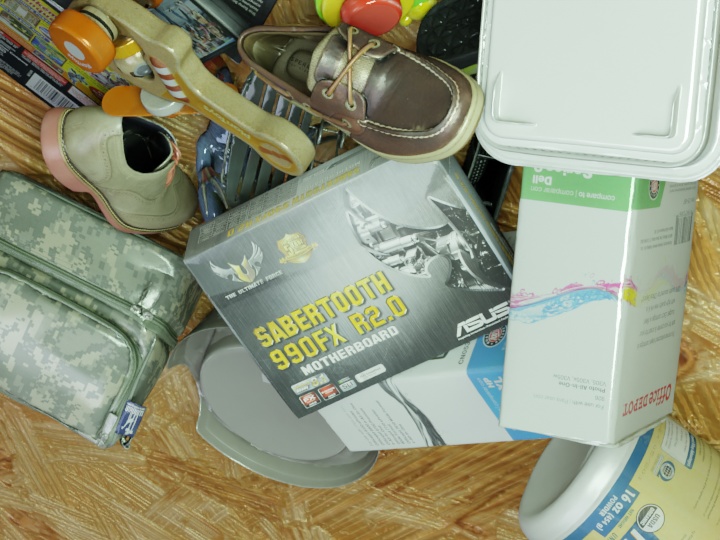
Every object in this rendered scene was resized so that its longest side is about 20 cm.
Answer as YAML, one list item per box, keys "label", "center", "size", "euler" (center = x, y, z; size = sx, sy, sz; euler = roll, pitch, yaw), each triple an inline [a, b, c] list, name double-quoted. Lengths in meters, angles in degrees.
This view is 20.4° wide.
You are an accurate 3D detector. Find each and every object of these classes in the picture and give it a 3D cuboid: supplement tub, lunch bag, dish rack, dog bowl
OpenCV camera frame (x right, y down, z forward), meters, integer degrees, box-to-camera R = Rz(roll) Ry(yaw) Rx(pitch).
- label: "supplement tub"
  center: [0.241, 0.201, 1.584]
  size: [0.200, 0.145, 0.145]
  euler: [35, 141, -8]
- label: "lunch bag"
  center: [-0.243, 0.035, 1.641]
  size: [0.200, 0.168, 0.139]
  euler: [27, 174, 1]
- label: "dish rack"
  center: [0.147, -0.159, 1.235]
  size: [0.171, 0.044, 0.201]
  euler: [8, 97, 25]
- label: "dog bowl"
  center: [-0.066, 0.100, 1.726]
  size: [0.199, 0.059, 0.200]
  euler: [16, 140, 14]
- label: "dish rack"
  center: [0.002, -0.073, 1.436]
  size: [0.199, 0.055, 0.154]
  euler: [12, 120, -7]

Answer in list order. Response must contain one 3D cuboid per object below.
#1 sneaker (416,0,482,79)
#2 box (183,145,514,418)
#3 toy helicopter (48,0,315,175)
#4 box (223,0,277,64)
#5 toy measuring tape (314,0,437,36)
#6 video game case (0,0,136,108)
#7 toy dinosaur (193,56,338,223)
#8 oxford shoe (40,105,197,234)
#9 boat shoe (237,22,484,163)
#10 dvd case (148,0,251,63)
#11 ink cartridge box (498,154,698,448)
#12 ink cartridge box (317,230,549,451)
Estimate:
- label: "sneaker"
  center: [0.131, -0.159, 1.335]
  size: [0.199, 0.072, 0.083]
  euler: [-5, 155, 36]
- label: "box"
  center: [0.000, 0.000, 1.424]
  size: [0.200, 0.048, 0.159]
  euler: [-25, 118, 17]
- label: "toy helicopter"
  center: [-0.118, -0.123, 1.378]
  size: [0.200, 0.079, 0.132]
  euler: [34, 160, 7]
- label: "box"
  center: [-0.104, -0.246, 1.386]
  size: [0.143, 0.036, 0.200]
  euler: [33, 140, -4]
- label: "toy measuring tape"
  center: [-0.025, -0.201, 1.319]
  size: [0.073, 0.074, 0.200]
  euler: [-15, 156, 41]
- label: "video game case"
  center: [-0.243, -0.181, 1.506]
  size: [0.200, 0.026, 0.181]
  euler: [37, 159, -11]
- label: "toy dinosaur"
  center: [-0.113, -0.078, 1.541]
  size: [0.200, 0.105, 0.182]
  euler: [1, 115, 47]
- label: "oxford shoe"
  center: [-0.165, -0.074, 1.538]
  size: [0.075, 0.071, 0.200]
  euler: [-7, 165, 22]
- label: "boat shoe"
  center: [-0.006, -0.124, 1.300]
  size: [0.072, 0.072, 0.200]
  euler: [23, -176, -45]
- label: "dvd case"
  center: [-0.183, -0.214, 1.417]
  size: [0.200, 0.018, 0.143]
  euler: [40, 154, -19]
- label: "ink cartridge box"
  center: [0.162, 0.007, 1.346]
  size: [0.087, 0.145, 0.201]
  euler: [6, 97, 24]
- label: "ink cartridge box"
  center: [0.074, 0.052, 1.515]
  size: [0.200, 0.145, 0.084]
  euler: [-8, 134, 36]
